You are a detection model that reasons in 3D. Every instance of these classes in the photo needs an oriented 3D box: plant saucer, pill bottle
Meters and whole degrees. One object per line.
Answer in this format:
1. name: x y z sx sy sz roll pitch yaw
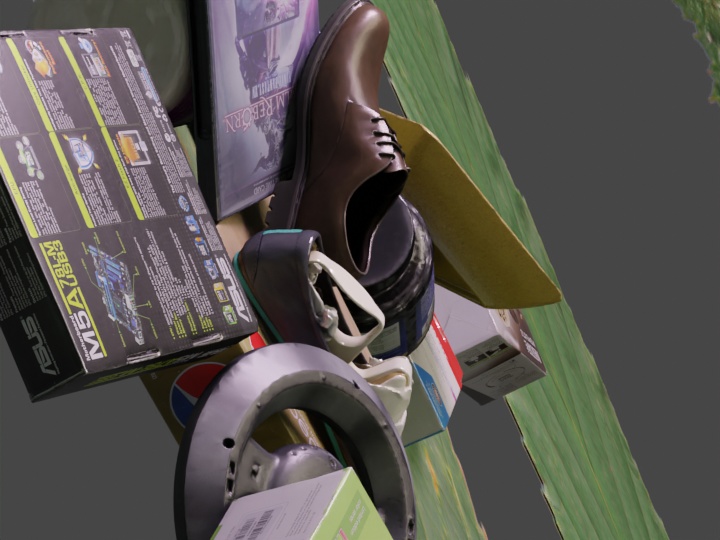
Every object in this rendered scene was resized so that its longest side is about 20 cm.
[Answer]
1. plant saucer: 0.042 -0.048 1.962 0.200 0.048 0.200 49 -13 -31
2. pill bottle: 0.000 0.000 1.870 0.200 0.112 0.112 83 -14 -73
3. pill bottle: -0.139 -0.149 1.649 0.113 0.112 0.200 65 11 0

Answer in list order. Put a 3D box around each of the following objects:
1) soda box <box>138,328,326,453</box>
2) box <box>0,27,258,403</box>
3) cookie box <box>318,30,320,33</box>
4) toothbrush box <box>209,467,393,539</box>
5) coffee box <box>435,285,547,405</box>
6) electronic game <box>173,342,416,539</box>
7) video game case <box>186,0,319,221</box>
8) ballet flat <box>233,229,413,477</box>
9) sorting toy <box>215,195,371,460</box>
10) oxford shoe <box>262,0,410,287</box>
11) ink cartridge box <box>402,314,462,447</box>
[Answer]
1. soda box: -0.073 0.094 1.543 0.200 0.068 0.064 62 11 -19
2. box: -0.153 -0.037 1.392 0.193 0.047 0.200 -15 80 -61
3. cookie box: -0.045 -0.118 2.129 0.171 0.075 0.200 58 12 -30
4. toothbrush box: -0.015 0.234 1.370 0.200 0.086 0.146 60 31 -20
5. coffee box: 0.108 0.051 2.475 0.113 0.080 0.200 68 11 21
6. electronic game: -0.035 0.142 1.484 0.200 0.042 0.201 14 71 -46
7. video game case: -0.066 -0.146 1.599 0.143 0.019 0.201 -31 121 -58
8. ballet flat: -0.008 0.058 1.583 0.200 0.073 0.073 62 11 -19
9. sorting toy: -0.064 0.045 1.677 0.200 0.069 0.199 64 14 -13
10. oxford shoe: 0.000 -0.082 1.631 0.073 0.084 0.201 33 63 -59
11. ink cartridge box: 0.027 0.070 2.080 0.116 0.067 0.200 65 11 -6
